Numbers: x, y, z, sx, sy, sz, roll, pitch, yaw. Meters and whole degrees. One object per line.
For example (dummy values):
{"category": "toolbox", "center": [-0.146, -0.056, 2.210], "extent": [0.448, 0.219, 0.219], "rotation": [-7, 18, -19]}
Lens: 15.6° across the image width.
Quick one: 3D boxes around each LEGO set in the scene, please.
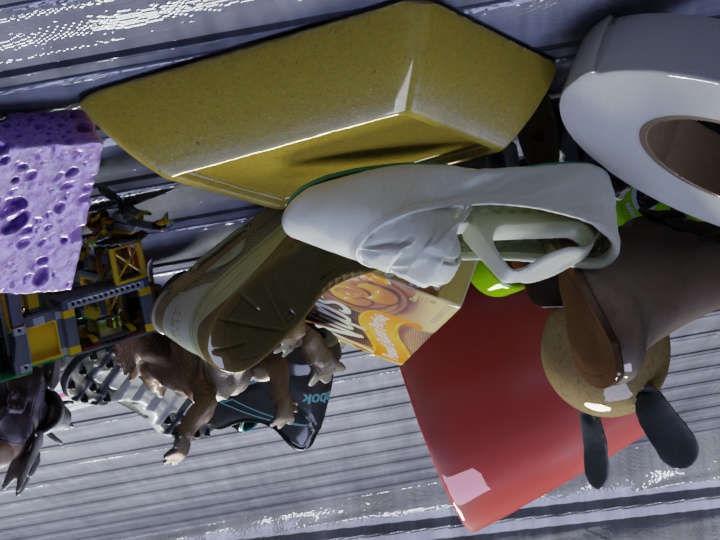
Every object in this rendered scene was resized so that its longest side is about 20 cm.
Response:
{"category": "LEGO set", "center": [-0.211, -0.009, 1.496], "extent": [0.200, 0.116, 0.154], "rotation": [-14, -166, -25]}

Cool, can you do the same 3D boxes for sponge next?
{"category": "sponge", "center": [-0.238, -0.030, 1.352], "extent": [0.200, 0.030, 0.112], "rotation": [-5, 138, -24]}

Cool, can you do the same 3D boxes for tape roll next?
{"category": "tape roll", "center": [0.204, -0.071, 1.391], "extent": [0.203, 0.037, 0.203], "rotation": [20, 164, 6]}

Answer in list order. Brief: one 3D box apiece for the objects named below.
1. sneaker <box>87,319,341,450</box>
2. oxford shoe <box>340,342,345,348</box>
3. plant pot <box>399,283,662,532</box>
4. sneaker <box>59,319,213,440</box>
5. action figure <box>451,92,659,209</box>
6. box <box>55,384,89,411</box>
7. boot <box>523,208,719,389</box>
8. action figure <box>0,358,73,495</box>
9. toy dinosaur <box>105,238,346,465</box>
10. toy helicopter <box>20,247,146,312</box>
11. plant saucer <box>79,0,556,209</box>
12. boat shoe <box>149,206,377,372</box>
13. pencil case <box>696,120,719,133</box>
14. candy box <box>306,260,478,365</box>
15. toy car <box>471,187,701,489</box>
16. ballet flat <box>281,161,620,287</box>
{"category": "sneaker", "center": [-0.104, 0.065, 1.752], "extent": [0.200, 0.079, 0.075], "rotation": [13, -162, 35]}
{"category": "oxford shoe", "center": [-0.008, 0.024, 1.882], "extent": [0.075, 0.070, 0.200], "rotation": [-14, 171, -10]}
{"category": "plant pot", "center": [0.131, 0.078, 2.016], "extent": [0.177, 0.200, 0.200], "rotation": [-20, 168, 6]}
{"category": "sneaker", "center": [-0.166, 0.066, 1.916], "extent": [0.066, 0.091, 0.200], "rotation": [-52, 145, 10]}
{"category": "action figure", "center": [0.121, -0.057, 1.578], "extent": [0.130, 0.069, 0.200], "rotation": [-20, 169, 24]}
{"category": "box", "center": [-0.277, 0.086, 2.040], "extent": [0.156, 0.041, 0.200], "rotation": [-16, 169, 33]}
{"category": "boot", "center": [0.184, 0.009, 1.521], "extent": [0.146, 0.070, 0.200], "rotation": [-9, -160, -10]}
{"category": "action figure", "center": [-0.272, 0.075, 1.737], "extent": [0.200, 0.130, 0.069], "rotation": [20, 157, -36]}
{"category": "toy dinosaur", "center": [-0.086, 0.026, 1.583], "extent": [0.086, 0.136, 0.200], "rotation": [6, 133, -51]}
{"category": "toy helicopter", "center": [-0.186, 0.009, 1.689], "extent": [0.132, 0.079, 0.200], "rotation": [-22, 178, 13]}
{"category": "plant saucer", "center": [-0.015, -0.078, 1.389], "extent": [0.200, 0.048, 0.200], "rotation": [-13, 169, 23]}
{"category": "boat shoe", "center": [-0.032, -0.021, 1.509], "extent": [0.063, 0.073, 0.201], "rotation": [25, -121, 41]}
{"category": "pencil case", "center": [0.257, -0.089, 1.480], "extent": [0.092, 0.085, 0.200], "rotation": [13, 165, -11]}
{"category": "candy box", "center": [0.000, 0.000, 1.674], "extent": [0.115, 0.055, 0.200], "rotation": [22, 166, -5]}
{"category": "toy car", "center": [0.181, 0.044, 1.796], "extent": [0.158, 0.200, 0.164], "rotation": [-2, 167, -37]}
{"category": "ballet flat", "center": [0.057, -0.022, 1.423], "extent": [0.200, 0.069, 0.069], "rotation": [-4, 168, -27]}
